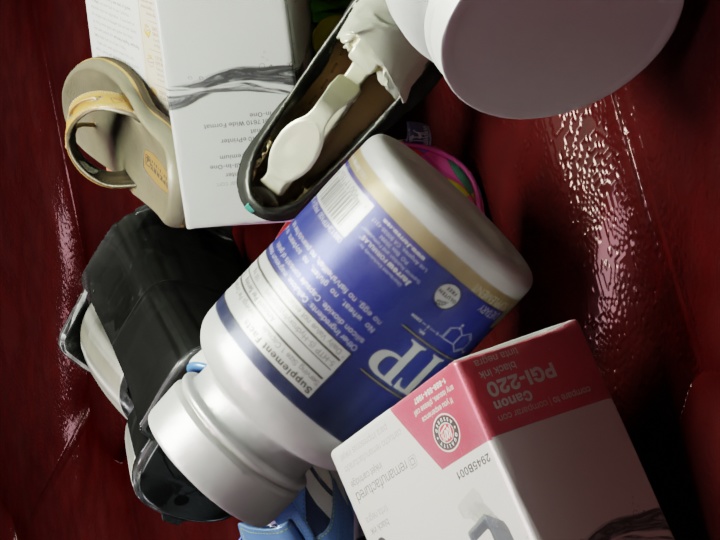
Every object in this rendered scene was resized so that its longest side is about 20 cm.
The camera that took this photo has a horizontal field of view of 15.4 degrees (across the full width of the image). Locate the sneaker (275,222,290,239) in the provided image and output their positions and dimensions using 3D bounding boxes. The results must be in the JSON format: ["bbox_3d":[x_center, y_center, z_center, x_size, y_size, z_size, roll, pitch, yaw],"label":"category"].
[{"bbox_3d":[-0.029,0.049,1.726,0.085,0.077,0.200,-84,0,-60],"label":"sneaker"}]

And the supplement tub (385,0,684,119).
[{"bbox_3d":[0.066,-0.186,1.296,0.145,0.145,0.200,107,150,-44],"label":"supplement tub"}]

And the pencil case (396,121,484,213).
[{"bbox_3d":[0.000,0.000,1.566,0.200,0.088,0.088,-55,43,49],"label":"pencil case"}]

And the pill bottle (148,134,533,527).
[{"bbox_3d":[-0.015,0.036,1.425,0.200,0.120,0.120,-47,37,10],"label":"pill bottle"}]

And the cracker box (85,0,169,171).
[{"bbox_3d":[-0.125,-0.149,1.750,0.134,0.058,0.200,27,129,53],"label":"cracker box"}]

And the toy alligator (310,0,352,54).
[{"bbox_3d":[0.001,-0.130,1.607,0.059,0.054,0.200,11,-106,-84],"label":"toy alligator"}]

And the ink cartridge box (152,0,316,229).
[{"bbox_3d":[-0.071,-0.140,1.601,0.145,0.084,0.200,-78,-18,-73],"label":"ink cartridge box"}]

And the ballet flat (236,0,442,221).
[{"bbox_3d":[0.000,-0.104,1.494,0.200,0.068,0.068,-54,-1,14],"label":"ballet flat"}]

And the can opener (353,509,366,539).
[{"bbox_3d":[-0.009,0.163,1.441,0.200,0.063,0.079,2,-110,-79],"label":"can opener"}]

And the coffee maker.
[{"bbox_3d":[-0.117,0.045,1.838,0.200,0.135,0.192,-126,37,-55],"label":"coffee maker"}]

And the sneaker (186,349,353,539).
[{"bbox_3d":[-0.052,0.125,1.552,0.074,0.082,0.200,-10,95,50],"label":"sneaker"}]

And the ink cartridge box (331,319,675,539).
[{"bbox_3d":[0.083,0.148,1.327,0.146,0.085,0.200,-40,71,54],"label":"ink cartridge box"}]

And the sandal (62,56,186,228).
[{"bbox_3d":[-0.161,-0.082,1.725,0.200,0.054,0.080,-136,40,-54],"label":"sandal"}]

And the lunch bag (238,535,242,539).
[{"bbox_3d":[-0.034,0.230,1.691,0.170,0.127,0.200,109,161,-49],"label":"lunch bag"}]
